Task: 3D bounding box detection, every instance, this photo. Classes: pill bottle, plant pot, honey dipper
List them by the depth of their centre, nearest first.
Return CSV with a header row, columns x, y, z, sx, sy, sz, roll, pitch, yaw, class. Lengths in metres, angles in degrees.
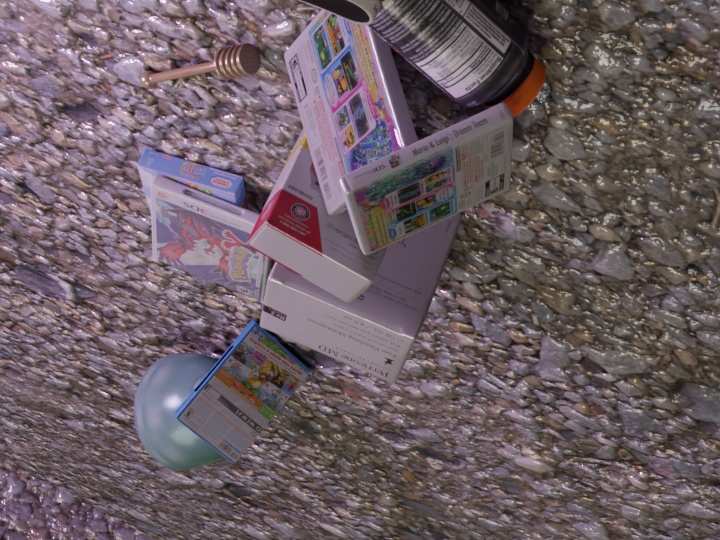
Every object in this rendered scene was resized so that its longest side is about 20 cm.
x,y,z,sx,sy,sz,roll,pitch,yaw,class
0.096,-0.237,1.278,0.199,0.107,0.106,37,147,-23,pill bottle
-0.202,-0.242,1.549,0.198,0.038,0.038,-4,140,41,honey dipper
-0.266,0.234,2.164,0.200,0.202,0.133,41,148,-27,plant pot

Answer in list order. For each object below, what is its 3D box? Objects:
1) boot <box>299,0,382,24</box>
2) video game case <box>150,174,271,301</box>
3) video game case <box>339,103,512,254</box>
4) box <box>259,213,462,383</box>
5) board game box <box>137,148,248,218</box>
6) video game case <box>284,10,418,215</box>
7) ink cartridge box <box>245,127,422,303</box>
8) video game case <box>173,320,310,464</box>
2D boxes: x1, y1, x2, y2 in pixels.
x,y,z,sx,sy,sz,roll,pitch,yaw,class
-0.050,-0.334,1.201,0.198,0.146,0.072,23,170,4,boot
-0.211,-0.042,1.806,0.180,0.023,0.201,21,150,4,video game case
0.073,-0.091,1.331,0.180,0.024,0.200,-24,163,-2,video game case
0.000,0.000,1.620,0.197,0.202,0.131,22,149,3,box
-0.229,-0.081,1.817,0.149,0.037,0.201,17,148,13,board game box
-0.014,-0.186,1.377,0.023,0.203,0.182,-8,165,-31,video game case
-0.024,-0.090,1.491,0.144,0.202,0.083,28,154,-9,ink cartridge box
-0.192,0.200,2.084,0.143,0.201,0.018,43,175,-30,video game case
